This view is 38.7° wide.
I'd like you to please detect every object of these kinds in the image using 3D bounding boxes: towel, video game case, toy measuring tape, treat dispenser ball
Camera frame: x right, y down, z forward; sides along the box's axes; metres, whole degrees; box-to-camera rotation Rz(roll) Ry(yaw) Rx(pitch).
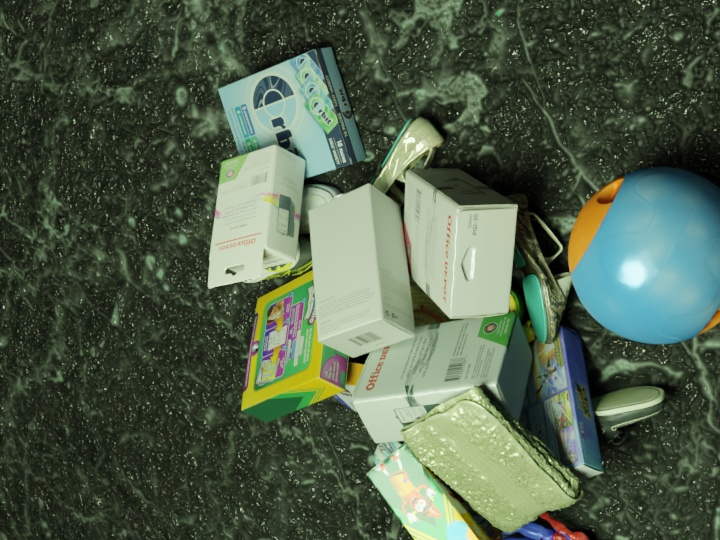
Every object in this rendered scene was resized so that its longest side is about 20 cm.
[{"bbox_3d":[0.157,0.235,1.249,0.200,0.036,0.148,43,130,-9],"label":"towel"},{"bbox_3d":[0.221,0.198,1.344,0.181,0.045,0.200,-34,44,38],"label":"video game case"},{"bbox_3d":[0.155,0.035,1.392,0.200,0.074,0.074,31,120,24],"label":"toy measuring tape"},{"bbox_3d":[0.338,-0.016,1.164,0.201,0.201,0.201,12,111,32],"label":"treat dispenser ball"}]

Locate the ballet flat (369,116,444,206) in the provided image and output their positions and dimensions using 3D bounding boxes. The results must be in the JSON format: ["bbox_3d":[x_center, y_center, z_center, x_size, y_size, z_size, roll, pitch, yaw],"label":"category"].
[{"bbox_3d":[0.049,-0.123,1.425,0.062,0.067,0.200,39,124,8],"label":"ballet flat"}]

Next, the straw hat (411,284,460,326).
[{"bbox_3d":[0.081,0.103,1.458,0.201,0.085,0.201,11,110,33],"label":"straw hat"}]

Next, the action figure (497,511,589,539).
[{"bbox_3d":[0.258,0.375,1.441,0.200,0.052,0.065,7,120,27],"label":"action figure"}]

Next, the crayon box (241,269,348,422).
[{"bbox_3d":[-0.091,0.107,1.527,0.172,0.058,0.200,-26,46,37],"label":"crayon box"}]

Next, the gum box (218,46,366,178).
[{"bbox_3d":[-0.103,-0.218,1.514,0.200,0.045,0.170,-13,97,38],"label":"gum box"}]

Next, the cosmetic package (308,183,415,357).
[{"bbox_3d":[0.000,0.000,1.364,0.108,0.085,0.200,-20,59,30],"label":"cosmetic package"}]

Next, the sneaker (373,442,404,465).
[{"bbox_3d":[0.108,0.284,1.504,0.200,0.078,0.086,21,113,29],"label":"sneaker"}]

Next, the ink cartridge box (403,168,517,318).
[{"bbox_3d":[0.123,-0.039,1.319,0.200,0.083,0.147,-131,40,-65],"label":"ink cartridge box"}]

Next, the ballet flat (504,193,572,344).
[{"bbox_3d":[0.232,-0.008,1.326,0.068,0.075,0.200,157,90,-79],"label":"ballet flat"}]

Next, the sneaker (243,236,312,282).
[{"bbox_3d":[-0.123,-0.016,1.565,0.200,0.085,0.075,-2,83,60],"label":"sneaker"}]

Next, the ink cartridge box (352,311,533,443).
[{"bbox_3d":[0.107,0.139,1.321,0.200,0.147,0.083,-9,122,27],"label":"ink cartridge box"}]

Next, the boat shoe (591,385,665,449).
[{"bbox_3d":[0.315,0.201,1.331,0.199,0.074,0.066,-22,93,38],"label":"boat shoe"}]

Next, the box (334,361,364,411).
[{"bbox_3d":[0.035,0.180,1.502,0.200,0.042,0.119,8,154,34],"label":"box"}]

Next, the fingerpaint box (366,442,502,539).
[{"bbox_3d":[0.106,0.310,1.364,0.073,0.200,0.167,-40,76,8],"label":"fingerpaint box"}]

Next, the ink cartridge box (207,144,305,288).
[{"bbox_3d":[-0.149,-0.067,1.466,0.117,0.067,0.200,-11,65,38],"label":"ink cartridge box"}]

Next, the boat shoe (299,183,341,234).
[{"bbox_3d":[-0.117,-0.081,1.552,0.200,0.067,0.074,-12,98,37],"label":"boat shoe"}]
